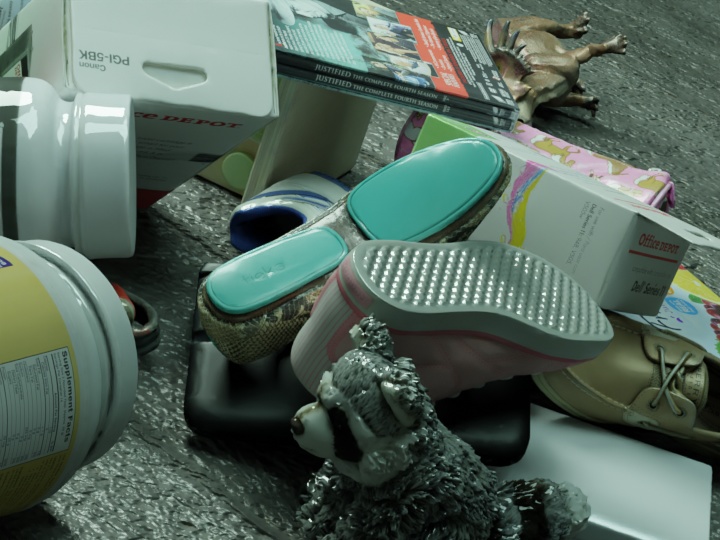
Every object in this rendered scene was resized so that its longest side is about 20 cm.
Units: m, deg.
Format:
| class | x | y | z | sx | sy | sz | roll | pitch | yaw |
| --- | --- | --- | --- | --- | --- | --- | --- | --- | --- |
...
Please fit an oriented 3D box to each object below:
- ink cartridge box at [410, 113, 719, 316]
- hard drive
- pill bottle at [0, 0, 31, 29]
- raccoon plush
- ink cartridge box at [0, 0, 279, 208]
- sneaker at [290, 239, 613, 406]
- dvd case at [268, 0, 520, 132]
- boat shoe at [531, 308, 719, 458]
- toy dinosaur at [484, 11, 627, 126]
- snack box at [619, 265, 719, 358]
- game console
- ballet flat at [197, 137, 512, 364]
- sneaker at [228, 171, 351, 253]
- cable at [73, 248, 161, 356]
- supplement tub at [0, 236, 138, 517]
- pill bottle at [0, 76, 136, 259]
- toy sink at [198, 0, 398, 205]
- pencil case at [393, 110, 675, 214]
| class | x | y | z | sx | sy | sz | roll | pitch | yaw |
| --- | --- | --- | --- | --- | --- | --- | --- | --- | --- |
| ink cartridge box | 0.134 | -0.026 | 1.591 | 0.200 | 0.067 | 0.117 | 27 | 8 | 26 |
| hard drive | 0.112 | 0.120 | 1.503 | 0.200 | 0.026 | 0.132 | 20 | 22 | 1 |
| pill bottle | -0.237 | -0.200 | 1.854 | 0.200 | 0.109 | 0.109 | 1 | 28 | -39 |
| raccoon plush | 0.047 | 0.088 | 1.358 | 0.200 | 0.134 | 0.097 | -11 | 38 | -40 |
| ink cartridge box | -0.161 | -0.112 | 1.598 | 0.147 | 0.083 | 0.200 | 7 | -19 | -29 |
| sneaker | 0.045 | 0.041 | 1.416 | 0.200 | 0.105 | 0.075 | 7 | 42 | -41 |
| dvd case | 0.001 | -0.152 | 1.711 | 0.200 | 0.022 | 0.146 | 13 | 23 | -17 |
| boat shoe | 0.191 | 0.067 | 1.565 | 0.200 | 0.071 | 0.064 | 19 | -15 | -34 |
| toy dinosaur | 0.142 | -0.185 | 2.168 | 0.135 | 0.086 | 0.200 | 5 | 20 | -15 |
| snack box | 0.184 | 0.035 | 1.721 | 0.142 | 0.053 | 0.200 | 1 | 28 | -33 |
| game console | -0.003 | 0.062 | 1.506 | 0.200 | 0.116 | 0.176 | 5 | 52 | -2 |
| ballet flat | -0.001 | -0.007 | 1.435 | 0.200 | 0.075 | 0.068 | -29 | 54 | -10 |
| sneaker | 0.000 | 0.000 | 1.648 | 0.200 | 0.075 | 0.088 | 22 | 28 | 33 |
| cable | -0.171 | -0.003 | 1.521 | 0.097 | 0.050 | 0.200 | 7 | 26 | -12 |
| supplement tub | -0.219 | 0.059 | 1.221 | 0.145 | 0.146 | 0.200 | 31 | 25 | 27 |
| pill bottle | -0.232 | -0.056 | 1.453 | 0.200 | 0.114 | 0.114 | 0 | 24 | -2 |
| toy sink | -0.069 | -0.129 | 1.800 | 0.112 | 0.130 | 0.200 | 25 | 24 | 14 |
| pencil case | 0.117 | -0.057 | 1.712 | 0.200 | 0.083 | 0.087 | 23 | 29 | 23 |
